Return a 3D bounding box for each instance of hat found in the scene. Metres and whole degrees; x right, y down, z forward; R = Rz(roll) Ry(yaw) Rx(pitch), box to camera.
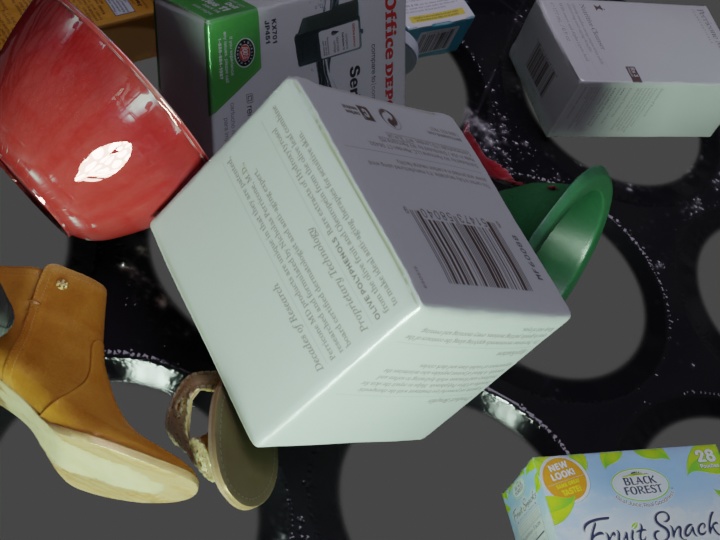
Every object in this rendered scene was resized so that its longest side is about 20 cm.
[{"bbox_3d":[0.094,-0.047,1.205,0.175,0.200,0.166,33,86,21],"label":"hat"}]

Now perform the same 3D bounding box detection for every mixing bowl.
[{"bbox_3d":[-0.207,-0.096,1.079,0.108,0.200,0.200,-43,78,-10],"label":"mixing bowl"}]

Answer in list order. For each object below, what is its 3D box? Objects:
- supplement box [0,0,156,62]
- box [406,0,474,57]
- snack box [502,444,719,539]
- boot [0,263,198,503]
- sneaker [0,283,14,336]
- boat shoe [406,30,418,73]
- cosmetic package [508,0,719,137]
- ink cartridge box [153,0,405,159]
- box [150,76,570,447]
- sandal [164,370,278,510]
[{"bbox_3d":[-0.246,-0.197,1.194,0.199,0.067,0.069,-24,67,-36],"label":"supplement box"},{"bbox_3d":[0.020,-0.292,1.392,0.082,0.049,0.201,-15,63,-32],"label":"box"},{"bbox_3d":[0.213,0.233,1.078,0.167,0.068,0.201,-2,55,-23],"label":"snack box"},{"bbox_3d":[-0.192,0.070,1.018,0.200,0.071,0.145,18,51,-5],"label":"boot"},{"bbox_3d":[-0.302,-0.021,0.993,0.076,0.091,0.200,-29,52,-27],"label":"sneaker"},{"bbox_3d":[-0.038,-0.244,1.315,0.199,0.071,0.091,17,55,-9],"label":"boat shoe"},{"bbox_3d":[0.256,-0.192,1.403,0.198,0.081,0.113,-5,56,-26],"label":"cosmetic package"},{"bbox_3d":[-0.060,-0.164,1.189,0.199,0.148,0.083,-21,34,-34],"label":"ink cartridge box"},{"bbox_3d":[0.000,0.000,1.049,0.198,0.171,0.201,5,49,-52],"label":"box"},{"bbox_3d":[-0.104,0.102,1.047,0.078,0.069,0.212,55,22,-31],"label":"sandal"}]
